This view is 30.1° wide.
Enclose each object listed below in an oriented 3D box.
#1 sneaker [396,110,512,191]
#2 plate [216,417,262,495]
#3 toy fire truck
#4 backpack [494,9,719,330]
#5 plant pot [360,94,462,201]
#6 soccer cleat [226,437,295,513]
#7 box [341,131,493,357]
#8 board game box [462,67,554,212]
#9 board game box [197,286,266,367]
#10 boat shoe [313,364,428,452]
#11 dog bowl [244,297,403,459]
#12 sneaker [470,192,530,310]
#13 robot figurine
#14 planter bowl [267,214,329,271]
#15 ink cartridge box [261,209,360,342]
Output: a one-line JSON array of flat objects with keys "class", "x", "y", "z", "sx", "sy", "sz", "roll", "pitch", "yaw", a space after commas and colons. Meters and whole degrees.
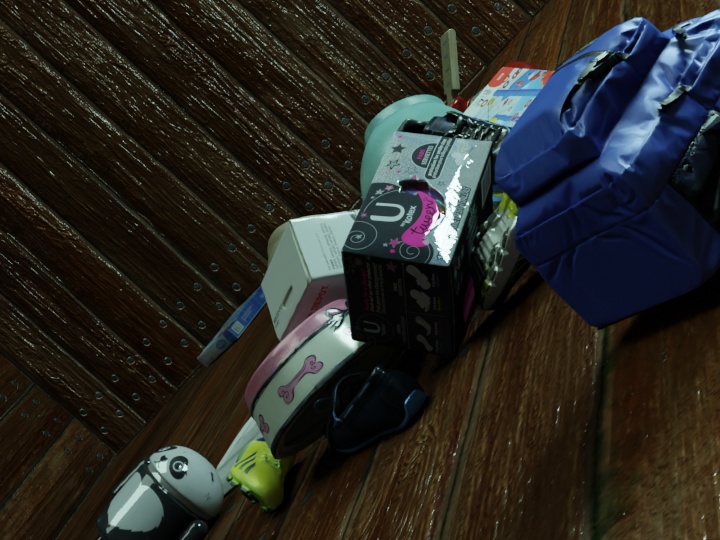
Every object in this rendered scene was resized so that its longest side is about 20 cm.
[{"class": "sneaker", "x": 0.120, "y": -0.137, "z": 1.472, "sx": 0.199, "sy": 0.078, "sz": 0.070, "roll": 0, "pitch": 49, "yaw": 49}, {"class": "plate", "x": -0.136, "y": 0.225, "z": 1.915, "sx": 0.200, "sy": 0.032, "sz": 0.200, "roll": -45, "pitch": 8, "yaw": 34}, {"class": "toy fire truck", "x": 0.176, "y": -0.236, "z": 1.802, "sx": 0.129, "sy": 0.200, "sz": 0.176, "roll": -53, "pitch": 8, "yaw": -35}, {"class": "backpack", "x": 0.207, "y": -0.090, "z": 0.918, "sx": 0.200, "sy": 0.168, "sz": 0.162, "roll": -47, "pitch": 12, "yaw": -28}, {"class": "plant pot", "x": 0.082, "y": -0.143, "z": 1.757, "sx": 0.199, "sy": 0.135, "sz": 0.201, "roll": -19, "pitch": -27, "yaw": -10}, {"class": "soccer cleat", "x": -0.110, "y": 0.229, "z": 1.569, "sx": 0.084, "sy": 0.065, "sz": 0.200, "roll": -46, "pitch": 6, "yaw": -4}, {"class": "box", "x": 0.063, "y": -0.032, "z": 1.376, "sx": 0.201, "sy": 0.114, "sz": 0.133, "roll": -68, "pitch": -21, "yaw": -44}, {"class": "board game box", "x": 0.180, "y": -0.143, "z": 1.546, "sx": 0.200, "sy": 0.056, "sz": 0.195, "roll": -50, "pitch": 31, "yaw": -15}, {"class": "board game box", "x": -0.346, "y": 0.152, "z": 3.681, "sx": 0.199, "sy": 0.043, "sz": 0.200, "roll": -43, "pitch": 8, "yaw": 47}, {"class": "boat shoe", "x": 0.006, "y": 0.129, "z": 1.365, "sx": 0.084, "sy": 0.069, "sz": 0.200, "roll": -52, "pitch": 7, "yaw": -33}, {"class": "dog bowl", "x": -0.043, "y": 0.113, "z": 1.474, "sx": 0.200, "sy": 0.074, "sz": 0.200, "roll": -41, "pitch": -15, "yaw": -14}, {"class": "sneaker", "x": 0.170, "y": -0.037, "z": 1.290, "sx": 0.075, "sy": 0.084, "sz": 0.201, "roll": -103, "pitch": 29, "yaw": -50}, {"class": "robot figurine", "x": -0.274, "y": 0.329, "z": 1.787, "sx": 0.200, "sy": 0.150, "sz": 0.125, "roll": -49, "pitch": -6, "yaw": -4}, {"class": "planter bowl", "x": -0.032, "y": 0.036, "z": 1.748, "sx": 0.200, "sy": 0.199, "sz": 0.136, "roll": -39, "pitch": 37, "yaw": 54}, {"class": "ink cartridge box", "x": 0.000, "y": 0.000, "z": 1.537, "sx": 0.199, "sy": 0.084, "sz": 0.145, "roll": -10, "pitch": -28, "yaw": -25}]
